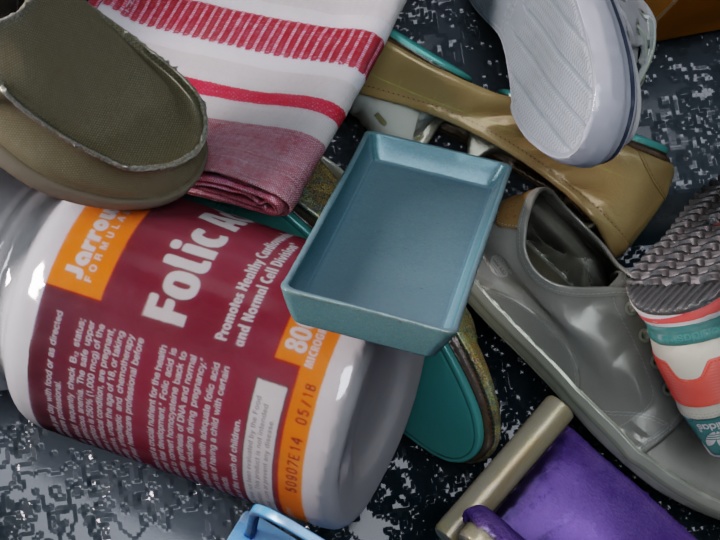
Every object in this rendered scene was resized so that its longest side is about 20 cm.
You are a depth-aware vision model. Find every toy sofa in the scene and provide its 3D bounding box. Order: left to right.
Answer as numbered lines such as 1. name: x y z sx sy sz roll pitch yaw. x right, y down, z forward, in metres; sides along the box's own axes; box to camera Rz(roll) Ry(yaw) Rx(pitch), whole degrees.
1. toy sofa: 0.130 0.151 1.011 0.200 0.098 0.083 42 75 7

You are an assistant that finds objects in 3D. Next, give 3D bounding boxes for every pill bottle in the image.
1. pill bottle: -0.081 0.027 0.997 0.199 0.114 0.115 18 73 15

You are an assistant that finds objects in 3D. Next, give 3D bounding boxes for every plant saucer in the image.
1. plant saucer: 0.018 -0.014 0.970 0.070 0.200 0.019 14 114 5

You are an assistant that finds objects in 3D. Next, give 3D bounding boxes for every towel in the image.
1. towel: -0.054 -0.119 1.054 0.143 0.023 0.200 14 58 22

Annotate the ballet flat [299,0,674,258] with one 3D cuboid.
1. ballet flat: 0.047 -0.065 1.078 0.199 0.069 0.063 24 90 2

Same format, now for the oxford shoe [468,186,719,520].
1. oxford shoe: 0.125 0.038 1.045 0.200 0.058 0.075 43 34 0

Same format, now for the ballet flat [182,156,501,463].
1. ballet flat: 0.000 0.000 1.059 0.200 0.071 0.071 43 75 4

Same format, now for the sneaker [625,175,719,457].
1. sneaker: 0.183 0.014 1.045 0.070 0.200 0.094 -8 107 32

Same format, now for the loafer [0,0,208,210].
1. loafer: -0.138 -0.093 0.932 0.200 0.068 0.076 30 52 -23

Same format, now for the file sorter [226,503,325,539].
1. file sorter: -0.038 0.214 0.958 0.138 0.123 0.200 31 77 2

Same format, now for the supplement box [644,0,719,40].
1. supplement box: 0.165 -0.220 1.116 0.125 0.074 0.201 -12 76 -20

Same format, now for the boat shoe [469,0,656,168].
1. boat shoe: 0.102 -0.109 1.044 0.066 0.074 0.200 11 33 -19
